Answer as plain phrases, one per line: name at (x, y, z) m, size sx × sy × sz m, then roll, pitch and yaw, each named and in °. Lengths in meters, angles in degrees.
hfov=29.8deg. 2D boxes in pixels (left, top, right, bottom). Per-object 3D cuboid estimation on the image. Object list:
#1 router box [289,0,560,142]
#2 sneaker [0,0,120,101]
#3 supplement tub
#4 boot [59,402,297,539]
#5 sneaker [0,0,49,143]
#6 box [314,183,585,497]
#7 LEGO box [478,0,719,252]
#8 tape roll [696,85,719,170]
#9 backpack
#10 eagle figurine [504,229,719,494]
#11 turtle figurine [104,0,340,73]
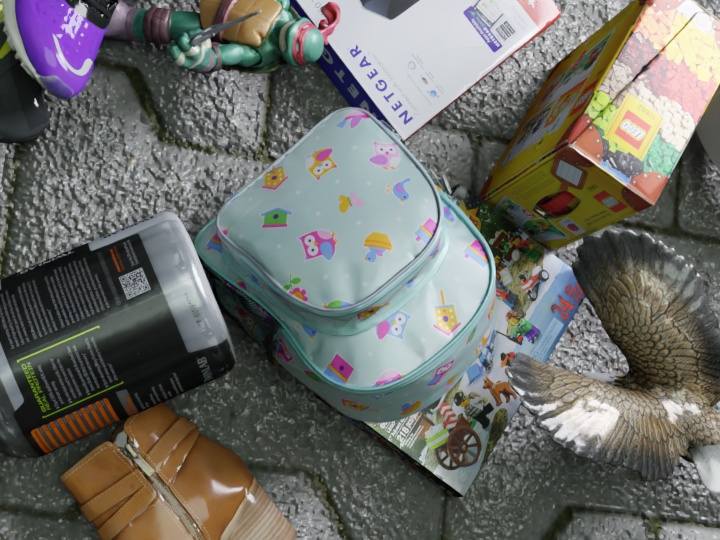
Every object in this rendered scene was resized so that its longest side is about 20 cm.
router box at (0.033, -0.227, 1.083) m, size 0.179 × 0.049 × 0.201 m, roll -40°, pitch 93°, yaw -17°
sneaker at (-0.193, -0.219, 0.960) m, size 0.098 × 0.069 × 0.203 m, roll -18°, pitch 57°, yaw 25°
supplement tub at (-0.196, 0.050, 0.934) m, size 0.198 × 0.123 × 0.124 m, roll -23°, pitch 87°, yaw -8°
boot at (-0.156, 0.200, 0.951) m, size 0.155 × 0.077 × 0.200 m, roll 45°, pitch 71°, yaw -6°
sneaker at (-0.264, -0.182, 0.997) m, size 0.084 × 0.074 × 0.203 m, roll 19°, pitch 67°, yaw -40°
box at (0.074, 0.054, 1.056) m, size 0.136 × 0.038 × 0.201 m, roll 36°, pitch 74°, yaw -7°
LEGO box at (0.181, -0.109, 1.025) m, size 0.077 × 0.200 × 0.150 m, roll 33°, pitch 75°, yaw -7°
tape roll at (0.385, -0.154, 1.086) m, size 0.200 × 0.140 × 0.205 m, roll 5°, pitch 58°, yaw -8°
backpack at (0.000, 0.000, 0.961) m, size 0.175 × 0.154 × 0.200 m, roll -41°, pitch 75°, yaw -15°
eagle figurine at (0.212, 0.088, 1.029) m, size 0.149 × 0.200 × 0.153 m, roll -23°, pitch 49°, yaw 18°
turtle figurine at (-0.095, -0.191, 0.991) m, size 0.198 × 0.101 × 0.151 m, roll 18°, pitch 59°, yaw 25°
